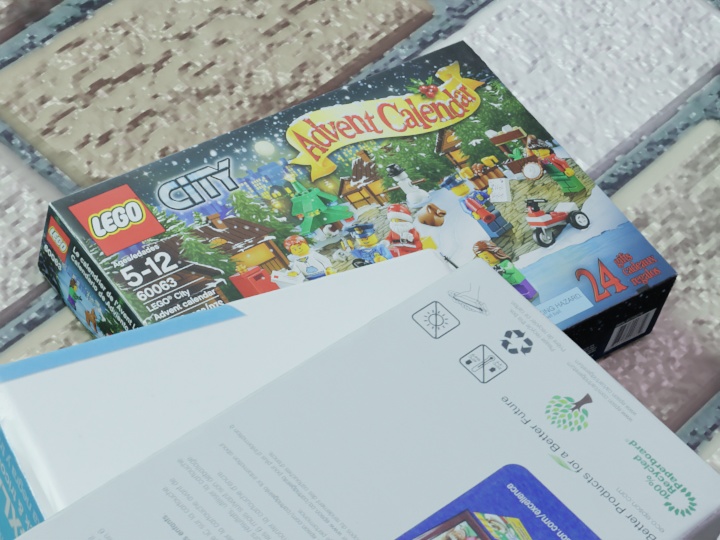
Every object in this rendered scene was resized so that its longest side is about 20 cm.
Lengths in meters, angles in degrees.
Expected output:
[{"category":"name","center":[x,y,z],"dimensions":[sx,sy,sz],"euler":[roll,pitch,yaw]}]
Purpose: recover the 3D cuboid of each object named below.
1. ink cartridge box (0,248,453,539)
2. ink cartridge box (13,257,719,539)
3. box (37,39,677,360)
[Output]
[{"category":"ink cartridge box","center":[-0.027,0.126,0.749],"dimensions":[0.146,0.201,0.146],"euler":[-15,54,-27]},{"category":"ink cartridge box","center":[-0.008,0.078,0.634],"dimensions":[0.199,0.039,0.099],"euler":[-29,62,-36]},{"category":"box","center":[0.000,0.000,0.974],"dimensions":[0.199,0.038,0.137],"euler":[-24,61,-32]}]
